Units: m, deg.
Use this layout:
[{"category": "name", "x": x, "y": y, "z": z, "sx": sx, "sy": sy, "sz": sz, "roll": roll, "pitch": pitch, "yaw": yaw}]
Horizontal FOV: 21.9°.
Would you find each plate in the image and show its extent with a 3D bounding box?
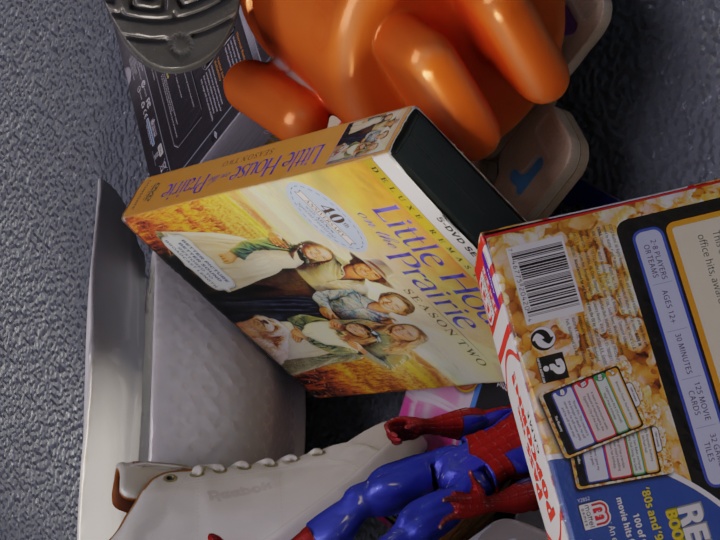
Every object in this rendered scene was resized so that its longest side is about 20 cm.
[{"category": "plate", "x": -0.140, "y": 0.079, "z": 1.040, "sx": 0.200, "sy": 0.032, "sz": 0.201, "roll": -104, "pitch": 19, "yaw": -61}]

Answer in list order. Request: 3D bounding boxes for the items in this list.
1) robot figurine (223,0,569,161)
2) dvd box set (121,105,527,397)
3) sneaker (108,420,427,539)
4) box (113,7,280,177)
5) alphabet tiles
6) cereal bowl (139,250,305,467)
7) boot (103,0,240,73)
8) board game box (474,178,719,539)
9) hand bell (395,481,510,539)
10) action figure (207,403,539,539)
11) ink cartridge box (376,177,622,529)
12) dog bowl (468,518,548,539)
[{"category": "robot figurine", "x": 0.016, "y": -0.123, "z": 0.833, "sx": 0.200, "sy": 0.116, "sz": 0.144, "roll": 45, "pitch": 122, "yaw": 53}, {"category": "dvd box set", "x": 0.000, "y": 0.000, "z": 0.835, "sx": 0.200, "sy": 0.146, "sz": 0.029, "roll": -9, "pitch": 44, "yaw": 50}, {"category": "sneaker", "x": -0.062, "y": 0.107, "z": 0.854, "sx": 0.085, "sy": 0.199, "sz": 0.073, "roll": 57, "pitch": 157, "yaw": 9}, {"category": "box", "x": -0.074, "y": -0.150, "z": 1.022, "sx": 0.158, "sy": 0.048, "sz": 0.201, "roll": -47, "pitch": 48, "yaw": 38}, {"category": "alphabet tiles", "x": 0.046, "y": -0.088, "z": 0.892, "sx": 0.196, "sy": 0.015, "sz": 0.201, "roll": -52, "pitch": 41, "yaw": 31}, {"category": "cereal bowl", "x": -0.075, "y": 0.090, "z": 0.985, "sx": 0.200, "sy": 0.083, "sz": 0.201, "roll": -176, "pitch": 90, "yaw": -81}, {"category": "boot", "x": -0.101, "y": -0.155, "z": 0.897, "sx": 0.200, "sy": 0.065, "sz": 0.166, "roll": 133, "pitch": 126, "yaw": -80}, {"category": "board game box", "x": 0.155, "y": 0.040, "z": 0.657, "sx": 0.046, "sy": 0.199, "sz": 0.152, "roll": 88, "pitch": 169, "yaw": -72}, {"category": "hand bell", "x": 0.000, "y": 0.149, "z": 0.816, "sx": 0.104, "sy": 0.200, "sz": 0.104, "roll": 43, "pitch": 163, "yaw": 16}, {"category": "action figure", "x": 0.036, "y": 0.090, "z": 0.789, "sx": 0.065, "sy": 0.199, "sz": 0.052, "roll": 45, "pitch": 154, "yaw": 48}, {"category": "ink cartridge box", "x": 0.069, "y": 0.051, "z": 0.878, "sx": 0.095, "sy": 0.037, "sz": 0.201, "roll": 35, "pitch": 114, "yaw": 45}, {"category": "dog bowl", "x": 0.101, "y": 0.177, "z": 0.733, "sx": 0.059, "sy": 0.200, "sz": 0.200, "roll": -46, "pitch": 41, "yaw": -15}]
